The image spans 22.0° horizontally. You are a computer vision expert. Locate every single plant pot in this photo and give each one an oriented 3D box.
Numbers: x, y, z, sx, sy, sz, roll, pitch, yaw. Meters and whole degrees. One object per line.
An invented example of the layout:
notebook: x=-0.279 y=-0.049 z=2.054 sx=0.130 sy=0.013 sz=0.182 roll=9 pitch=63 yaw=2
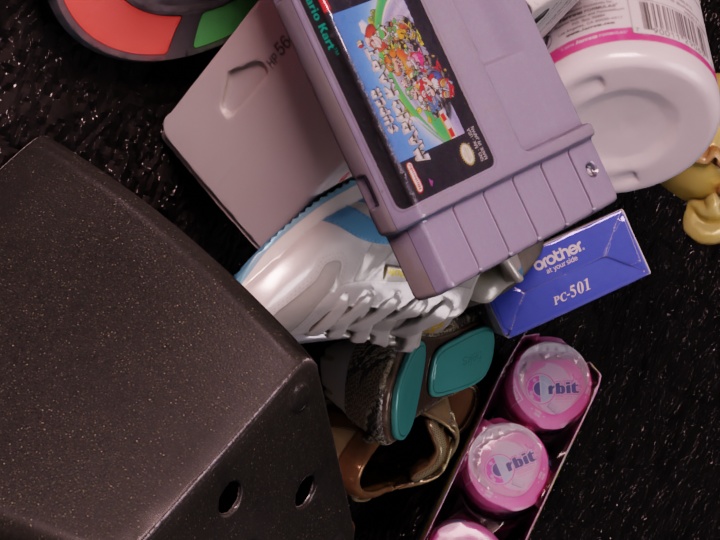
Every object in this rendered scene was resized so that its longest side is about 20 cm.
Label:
plant pot: x=-0.118 y=0.095 z=0.824 sx=0.200 sy=0.177 sz=0.200 roll=-47 pitch=144 yaw=-32

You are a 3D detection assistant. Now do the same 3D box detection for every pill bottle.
pill bottle: x=0.139 y=-0.153 z=1.074 sx=0.114 sy=0.113 sz=0.201 roll=71 pitch=13 yaw=-49

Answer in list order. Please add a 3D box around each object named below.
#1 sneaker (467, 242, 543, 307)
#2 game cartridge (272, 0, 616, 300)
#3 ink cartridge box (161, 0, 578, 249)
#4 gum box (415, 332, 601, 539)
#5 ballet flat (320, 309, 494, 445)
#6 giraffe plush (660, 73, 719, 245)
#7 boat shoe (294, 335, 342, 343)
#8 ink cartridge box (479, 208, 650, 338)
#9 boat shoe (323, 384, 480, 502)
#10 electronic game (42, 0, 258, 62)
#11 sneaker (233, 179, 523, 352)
sneaker: x=0.060 y=-0.065 z=1.075 sx=0.115 sy=0.076 sz=0.200 roll=60 pitch=27 yaw=-27
game cartridge: x=0.030 y=-0.099 z=0.815 sx=0.129 sy=0.038 sz=0.201 roll=-27 pitch=92 yaw=-46
ink cartridge box: x=0.015 y=-0.113 z=0.935 sx=0.200 sy=0.084 sz=0.146 roll=-37 pitch=175 yaw=-41
gum box: x=0.096 y=0.144 z=1.282 sx=0.201 sy=0.066 sz=0.114 roll=-63 pitch=176 yaw=-10
ballet flat: x=0.019 y=0.059 z=1.114 sx=0.200 sy=0.075 sz=0.068 roll=-23 pitch=123 yaw=-67
giraffe plush: x=0.205 y=-0.109 z=1.242 sx=0.200 sy=0.162 sz=0.173 roll=-43 pitch=142 yaw=-39
boat shoe: x=0.000 y=0.000 z=1.083 sx=0.200 sy=0.071 sz=0.070 roll=-14 pitch=95 yaw=-52
ink cartridge box: x=0.119 y=0.003 z=1.162 sx=0.094 sy=0.044 sz=0.200 roll=-24 pitch=178 yaw=1
boat shoe: x=0.024 y=0.108 z=1.171 sx=0.200 sy=0.074 sz=0.076 roll=-15 pitch=121 yaw=-55
electronic game: x=-0.059 y=-0.175 z=0.823 sx=0.200 sy=0.042 sz=0.200 roll=-33 pitch=152 yaw=-20
sneaker: x=0.007 y=0.002 z=0.925 sx=0.200 sy=0.081 sz=0.076 roll=-25 pitch=169 yaw=-42
